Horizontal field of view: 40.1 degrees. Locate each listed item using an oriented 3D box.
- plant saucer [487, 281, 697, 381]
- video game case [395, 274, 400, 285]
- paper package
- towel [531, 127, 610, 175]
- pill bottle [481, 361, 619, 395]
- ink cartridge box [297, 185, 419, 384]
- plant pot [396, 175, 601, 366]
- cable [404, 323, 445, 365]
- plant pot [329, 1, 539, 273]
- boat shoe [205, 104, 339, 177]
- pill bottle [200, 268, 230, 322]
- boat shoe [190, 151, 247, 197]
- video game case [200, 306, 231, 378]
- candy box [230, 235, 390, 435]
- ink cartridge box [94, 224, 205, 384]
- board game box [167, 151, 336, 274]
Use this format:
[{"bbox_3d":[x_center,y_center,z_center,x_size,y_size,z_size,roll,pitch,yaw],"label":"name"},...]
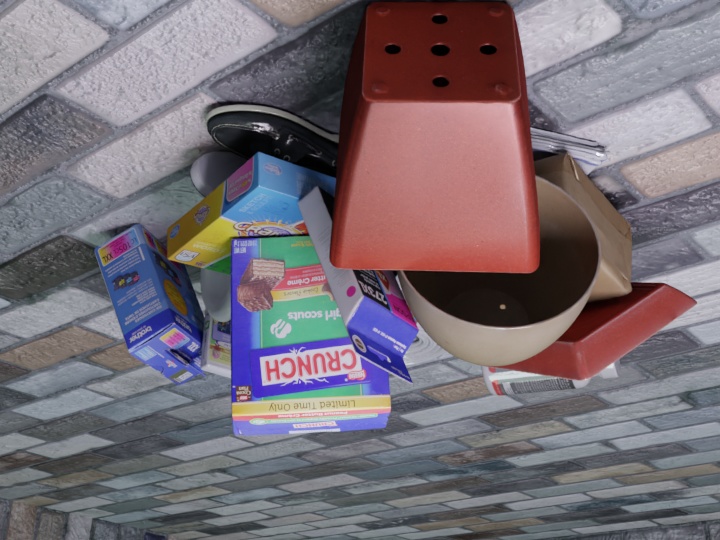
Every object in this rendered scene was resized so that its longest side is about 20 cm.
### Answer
[{"bbox_3d":[0.261,0.061,1.174,0.198,0.037,0.199,-28,-167,-27],"label":"plant saucer"},{"bbox_3d":[0.074,0.022,1.290,0.017,0.144,0.201,30,159,15],"label":"video game case"},{"bbox_3d":[0.190,-0.032,1.143,0.197,0.105,0.190,-13,150,32],"label":"paper package"},{"bbox_3d":[0.178,-0.103,1.144,0.144,0.024,0.200,11,153,-15],"label":"towel"},{"bbox_3d":[0.288,0.125,1.501,0.196,0.118,0.116,-8,153,20],"label":"pill bottle"},{"bbox_3d":[0.002,0.012,0.966,0.037,0.202,0.094,-37,139,19],"label":"ink cartridge box"},{"bbox_3d":[0.131,0.017,0.984,0.196,0.203,0.136,1,140,3],"label":"plant pot"},{"bbox_3d":[0.047,0.079,1.479,0.197,0.070,0.200,-11,151,26],"label":"cable"},{"bbox_3d":[0.071,-0.133,0.907,0.196,0.202,0.178,1,141,2],"label":"plant pot"},{"bbox_3d":[-0.077,-0.120,1.074,0.197,0.067,0.074,18,150,-30],"label":"boat shoe"},{"bbox_3d":[-0.099,0.011,1.279,0.197,0.114,0.112,2,158,-34],"label":"pill bottle"},{"bbox_3d":[-0.121,-0.080,1.165,0.198,0.072,0.069,14,150,-37],"label":"boat shoe"},{"bbox_3d":[-0.123,0.070,1.339,0.198,0.185,0.022,22,148,-36],"label":"video game case"},{"bbox_3d":[-0.057,0.067,1.061,0.166,0.204,0.077,-3,156,-3],"label":"candy box"},{"bbox_3d":[-0.262,0.059,1.298,0.076,0.202,0.137,-29,150,6],"label":"ink cartridge box"},{"bbox_3d":[-0.103,-0.051,1.093,0.151,0.041,0.199,14,150,-34],"label":"board game box"}]
